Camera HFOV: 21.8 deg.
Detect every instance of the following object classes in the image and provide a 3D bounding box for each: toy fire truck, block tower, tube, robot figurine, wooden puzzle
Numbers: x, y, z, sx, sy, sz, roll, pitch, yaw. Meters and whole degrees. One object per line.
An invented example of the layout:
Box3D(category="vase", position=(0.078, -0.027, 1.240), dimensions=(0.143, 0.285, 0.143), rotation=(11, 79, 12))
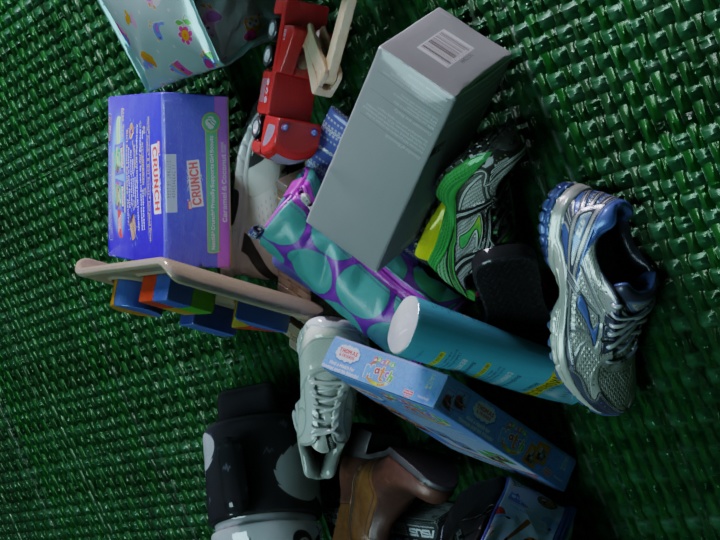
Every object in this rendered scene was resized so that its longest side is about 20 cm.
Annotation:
Box3D(category="toy fire truck", position=(-0.040, -0.192, 1.666), dimensions=(0.141, 0.048, 0.202), rotation=(-161, 80, -66))
Box3D(category="block tower", position=(-0.046, -0.012, 1.840), dimensions=(0.054, 0.058, 0.202), rotation=(32, 133, 37))
Box3D(category="tube", position=(0.120, 0.075, 1.588), dimensions=(0.077, 0.198, 0.051), rotation=(-26, 49, 59))
Box3D(category="robot figurine", position=(-0.101, 0.223, 1.977), dimensions=(0.125, 0.149, 0.202), rotation=(-33, 58, 55))
Box3D(category="wooden puzzle", position=(-0.161, 0.030, 1.823), dimensions=(0.199, 0.184, 0.047), rotation=(2, 78, 55))

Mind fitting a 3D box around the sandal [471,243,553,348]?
Box3D(category="sandal", position=(0.129, 0.021, 1.591), dimensions=(0.201, 0.074, 0.045), rotation=(76, -176, -59))

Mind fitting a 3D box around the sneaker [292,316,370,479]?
Box3D(category="sneaker", position=(-0.031, 0.125, 1.820), dimensions=(0.201, 0.074, 0.082), rotation=(95, 180, -47))

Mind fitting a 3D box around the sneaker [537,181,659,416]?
Box3D(category="sneaker", position=(0.201, 0.029, 1.519), dimensions=(0.085, 0.077, 0.202), rotation=(7, 117, 47))

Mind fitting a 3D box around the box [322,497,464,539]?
Box3D(category="box", position=(0.058, 0.331, 1.931), dimensions=(0.199, 0.047, 0.195), rotation=(-4, 110, 54))

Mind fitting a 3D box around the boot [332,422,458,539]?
Box3D(category="boot", position=(0.019, 0.267, 1.836), dimensions=(0.188, 0.068, 0.202), rotation=(17, 96, 54))

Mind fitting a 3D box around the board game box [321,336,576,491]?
Box3D(category="board game box", position=(0.080, 0.129, 1.670), dimensions=(0.151, 0.037, 0.199), rotation=(17, 168, 47))

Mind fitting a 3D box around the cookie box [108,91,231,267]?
Box3D(category="cookie box", position=(-0.196, -0.092, 1.892), dimensions=(0.200, 0.074, 0.173), rotation=(-170, 79, -67))

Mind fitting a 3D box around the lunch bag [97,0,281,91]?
Box3D(category="lunch bag", position=(-0.175, -0.290, 1.777), dimensions=(0.170, 0.121, 0.202), rotation=(-9, 109, 56))

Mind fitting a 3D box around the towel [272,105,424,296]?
Box3D(category="towel", position=(0.002, -0.041, 1.735), dimensions=(0.144, 0.024, 0.201), rotation=(33, 131, 11))

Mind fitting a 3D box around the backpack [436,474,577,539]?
Box3D(category="backpack", position=(0.129, 0.291, 1.689), dimensions=(0.152, 0.201, 0.192), rotation=(17, 134, 6))

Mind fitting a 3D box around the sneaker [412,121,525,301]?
Box3D(category="sneaker", position=(0.111, -0.051, 1.600), dimensions=(0.085, 0.078, 0.201), rotation=(43, 150, 17))

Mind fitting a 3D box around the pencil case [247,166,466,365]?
Box3D(category="pencil case", position=(0.000, 0.000, 1.688), dimensions=(0.199, 0.085, 0.093), rotation=(40, 161, 5))

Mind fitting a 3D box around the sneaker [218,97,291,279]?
Box3D(category="sneaker", position=(-0.089, -0.081, 1.857), dimensions=(0.079, 0.074, 0.202), rotation=(12, 119, 3))

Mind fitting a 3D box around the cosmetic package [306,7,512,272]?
Box3D(category="cosmetic package", position=(0.039, -0.109, 1.582), dimensions=(0.090, 0.107, 0.201), rotation=(33, 131, 15))
